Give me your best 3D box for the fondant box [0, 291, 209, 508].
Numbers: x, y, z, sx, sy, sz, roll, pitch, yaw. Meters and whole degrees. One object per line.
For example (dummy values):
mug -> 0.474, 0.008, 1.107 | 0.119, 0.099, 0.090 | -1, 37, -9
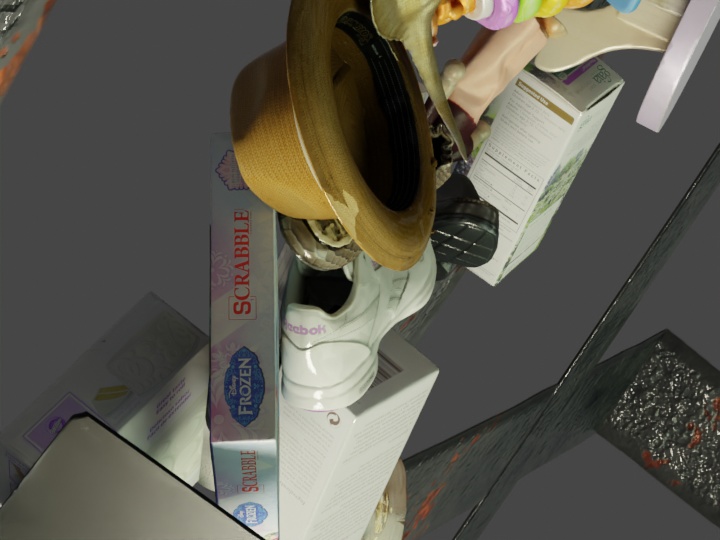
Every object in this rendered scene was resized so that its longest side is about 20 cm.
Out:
fondant box -> -0.168, 0.125, 1.357 | 0.144, 0.058, 0.201 | -45, 162, -28

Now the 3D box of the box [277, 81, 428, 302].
box -> -0.011, -0.055, 1.455 | 0.039, 0.041, 0.201 | -33, 154, -50

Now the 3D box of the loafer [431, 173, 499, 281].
loafer -> 0.064, -0.043, 1.602 | 0.200, 0.072, 0.073 | 164, -54, -73

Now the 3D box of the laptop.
laptop -> -0.131, 0.167, 1.231 | 0.104, 0.177, 0.200 | -54, -172, -6

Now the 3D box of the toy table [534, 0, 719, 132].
toy table -> 0.222, -0.221, 1.579 | 0.201, 0.116, 0.184 | -64, 171, 4

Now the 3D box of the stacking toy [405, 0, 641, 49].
stacking toy -> 0.096, -0.202, 1.371 | 0.199, 0.116, 0.110 | -30, 160, -22

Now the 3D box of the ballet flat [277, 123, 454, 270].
ballet flat -> 0.011, -0.055, 1.320 | 0.046, 0.068, 0.200 | -25, -176, 34

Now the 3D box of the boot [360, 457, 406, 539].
boot -> 0.004, 0.127, 1.618 | 0.200, 0.064, 0.188 | -146, -115, -76

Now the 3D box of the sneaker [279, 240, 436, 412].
sneaker -> 0.000, 0.000, 1.357 | 0.201, 0.074, 0.100 | -65, 154, -48

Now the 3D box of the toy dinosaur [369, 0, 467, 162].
toy dinosaur -> 0.031, -0.170, 1.231 | 0.101, 0.058, 0.201 | -60, 143, -39

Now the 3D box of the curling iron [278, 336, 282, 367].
curling iron -> -0.016, 0.013, 1.473 | 0.200, 0.026, 0.050 | -49, -173, -38

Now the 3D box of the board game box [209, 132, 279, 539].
board game box -> -0.071, 0.050, 1.284 | 0.200, 0.041, 0.201 | 94, -5, -63

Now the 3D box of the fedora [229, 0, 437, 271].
fedora -> -0.022, -0.084, 1.207 | 0.081, 0.203, 0.200 | -15, 177, 20

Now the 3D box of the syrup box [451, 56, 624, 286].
syrup box -> 0.134, -0.093, 1.716 | 0.079, 0.081, 0.201 | -38, 159, -47

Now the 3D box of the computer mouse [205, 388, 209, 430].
computer mouse -> -0.050, 0.073, 1.527 | 0.200, 0.046, 0.142 | 35, 57, -61

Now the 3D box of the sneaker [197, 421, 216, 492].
sneaker -> -0.088, 0.130, 1.609 | 0.201, 0.074, 0.089 | 70, 26, -57

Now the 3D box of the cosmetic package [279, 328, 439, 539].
cosmetic package -> -0.029, 0.138, 1.457 | 0.101, 0.071, 0.201 | -25, 146, -48

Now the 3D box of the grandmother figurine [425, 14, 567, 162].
grandmother figurine -> 0.069, -0.120, 1.526 | 0.200, 0.060, 0.121 | -48, 145, -4
